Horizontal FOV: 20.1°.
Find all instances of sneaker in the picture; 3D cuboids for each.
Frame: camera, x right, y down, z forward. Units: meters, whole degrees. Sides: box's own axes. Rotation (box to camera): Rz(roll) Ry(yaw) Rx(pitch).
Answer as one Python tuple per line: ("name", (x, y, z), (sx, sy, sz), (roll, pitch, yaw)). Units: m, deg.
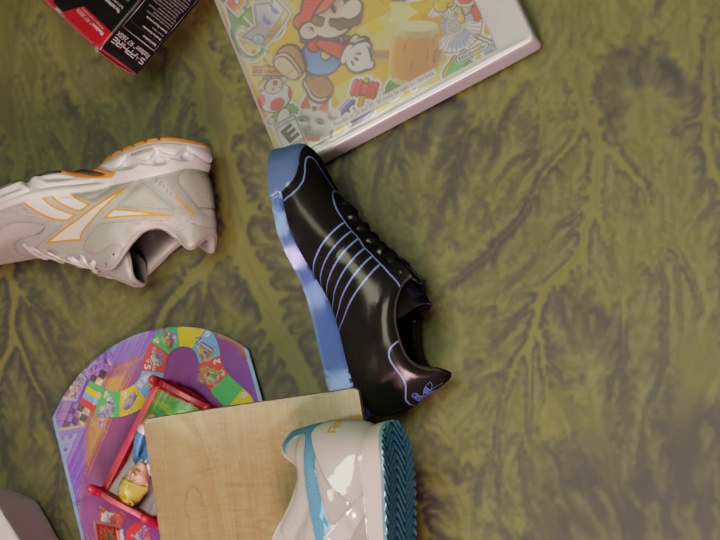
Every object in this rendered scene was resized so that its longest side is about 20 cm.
("sneaker", (-0.193, -0.025, 1.441), (0.200, 0.076, 0.092), (-18, 76, 17))
("sneaker", (0.000, 0.000, 1.363), (0.078, 0.070, 0.200), (-22, 78, 17))
("sneaker", (-0.011, 0.195, 1.289), (0.081, 0.077, 0.200), (-1, 85, 22))

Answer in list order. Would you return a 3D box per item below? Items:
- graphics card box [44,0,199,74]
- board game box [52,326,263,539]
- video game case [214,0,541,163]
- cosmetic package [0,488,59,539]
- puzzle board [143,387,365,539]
("graphics card box", (-0.144, -0.254, 1.476), (0.200, 0.051, 0.125), (-50, 51, 4))
("board game box", (-0.138, 0.132, 1.395), (0.158, 0.039, 0.200), (-22, 71, 15))
("video game case", (0.003, -0.188, 1.431), (0.200, 0.023, 0.182), (-27, 69, 13))
("cosmetic package", (-0.228, 0.256, 1.384), (0.102, 0.074, 0.200), (-38, 65, 8))
("puzzle board", (-0.057, 0.186, 1.341), (0.151, 0.017, 0.200), (-9, 89, 13))
